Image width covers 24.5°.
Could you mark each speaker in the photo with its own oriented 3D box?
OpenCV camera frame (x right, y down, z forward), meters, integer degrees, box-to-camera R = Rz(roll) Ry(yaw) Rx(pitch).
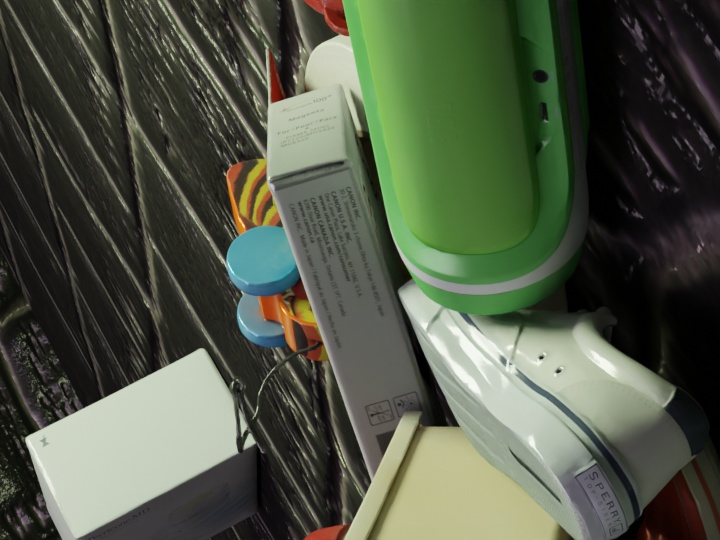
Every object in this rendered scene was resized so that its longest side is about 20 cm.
[{"bbox_3d":[0.040,-0.081,0.640,0.088,0.088,0.202,46,156,46],"label":"speaker"}]

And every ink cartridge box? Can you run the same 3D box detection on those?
[{"bbox_3d":[0.000,0.000,0.845,0.174,0.043,0.202,-94,-12,-62],"label":"ink cartridge box"}]

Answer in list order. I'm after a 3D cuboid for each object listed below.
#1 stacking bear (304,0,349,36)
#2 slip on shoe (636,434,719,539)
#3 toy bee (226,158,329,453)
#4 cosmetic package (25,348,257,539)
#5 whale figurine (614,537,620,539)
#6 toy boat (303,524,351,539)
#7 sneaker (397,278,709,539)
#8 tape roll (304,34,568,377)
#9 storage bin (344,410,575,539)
[{"bbox_3d":[-0.038,-0.189,0.698,0.201,0.121,0.114,51,159,15],"label":"stacking bear"},{"bbox_3d":[0.129,0.149,0.699,0.074,0.060,0.202,-92,-2,-67],"label":"slip on shoe"},{"bbox_3d":[-0.026,0.017,1.013,0.131,0.107,0.203,86,179,-70],"label":"toy bee"},{"bbox_3d":[-0.215,0.209,1.677,0.124,0.198,0.201,56,163,23],"label":"cosmetic package"},{"bbox_3d":[0.072,0.175,0.895,0.160,0.103,0.201,57,160,21],"label":"whale figurine"},{"bbox_3d":[-0.031,0.222,0.821,0.131,0.129,0.201,-77,-21,-46],"label":"toy boat"},{"bbox_3d":[0.078,0.046,0.692,0.074,0.070,0.200,66,170,-29],"label":"sneaker"},{"bbox_3d":[0.035,-0.028,0.831,0.204,0.037,0.204,56,162,28],"label":"tape roll"},{"bbox_3d":[0.053,0.193,0.710,0.200,0.092,0.201,-57,-37,-67],"label":"storage bin"}]
